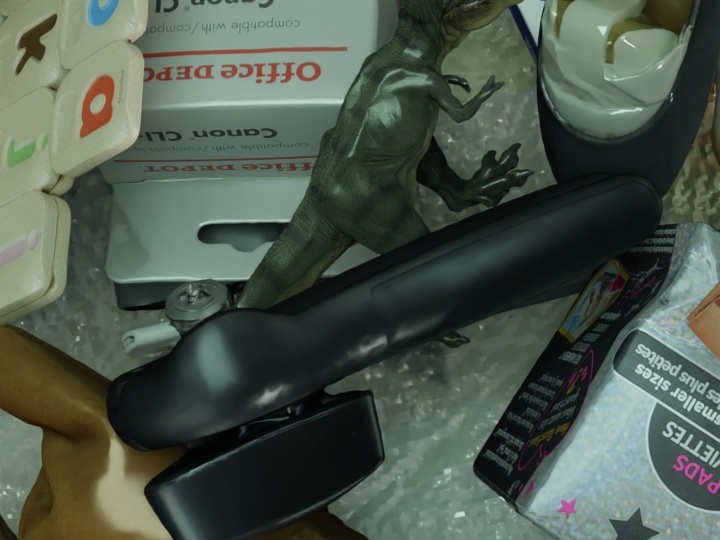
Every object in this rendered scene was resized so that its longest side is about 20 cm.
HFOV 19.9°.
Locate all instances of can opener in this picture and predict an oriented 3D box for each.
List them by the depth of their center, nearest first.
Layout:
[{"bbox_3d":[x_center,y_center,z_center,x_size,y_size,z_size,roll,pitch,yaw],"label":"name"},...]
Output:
[{"bbox_3d":[0.009,0.015,0.682,0.200,0.063,0.079,-29,109,-16],"label":"can opener"},{"bbox_3d":[0.000,0.000,0.792,0.199,0.053,0.067,-10,82,5],"label":"can opener"}]

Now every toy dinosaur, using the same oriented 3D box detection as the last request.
[{"bbox_3d":[0.012,-0.022,0.723,0.200,0.088,0.047,-58,36,8],"label":"toy dinosaur"}]

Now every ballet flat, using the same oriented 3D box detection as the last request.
[{"bbox_3d":[0.092,-0.107,0.701,0.073,0.073,0.201,17,111,9],"label":"ballet flat"}]

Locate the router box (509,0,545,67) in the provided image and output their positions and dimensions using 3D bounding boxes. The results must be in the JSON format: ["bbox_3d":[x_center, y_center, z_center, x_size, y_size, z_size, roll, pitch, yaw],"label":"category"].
[{"bbox_3d":[0.114,-0.194,0.805,0.179,0.049,0.201,-25,80,4],"label":"router box"}]

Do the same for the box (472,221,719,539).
[{"bbox_3d":[0.155,0.084,0.703,0.200,0.132,0.115,32,89,-4],"label":"box"}]

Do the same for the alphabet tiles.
[{"bbox_3d":[-0.133,-0.072,0.768,0.195,0.015,0.201,-24,57,46],"label":"alphabet tiles"}]

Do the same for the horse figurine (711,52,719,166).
[{"bbox_3d":[0.168,-0.075,0.747,0.132,0.050,0.201,-12,101,0],"label":"horse figurine"}]

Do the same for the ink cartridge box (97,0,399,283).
[{"bbox_3d":[-0.044,-0.099,0.781,0.116,0.068,0.201,-2,69,8],"label":"ink cartridge box"}]

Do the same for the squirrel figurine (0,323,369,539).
[{"bbox_3d":[-0.082,0.150,0.734,0.200,0.141,0.187,34,95,25],"label":"squirrel figurine"}]

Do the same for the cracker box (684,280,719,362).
[{"bbox_3d":[0.207,0.016,0.632,0.134,0.200,0.058,50,133,14],"label":"cracker box"}]
